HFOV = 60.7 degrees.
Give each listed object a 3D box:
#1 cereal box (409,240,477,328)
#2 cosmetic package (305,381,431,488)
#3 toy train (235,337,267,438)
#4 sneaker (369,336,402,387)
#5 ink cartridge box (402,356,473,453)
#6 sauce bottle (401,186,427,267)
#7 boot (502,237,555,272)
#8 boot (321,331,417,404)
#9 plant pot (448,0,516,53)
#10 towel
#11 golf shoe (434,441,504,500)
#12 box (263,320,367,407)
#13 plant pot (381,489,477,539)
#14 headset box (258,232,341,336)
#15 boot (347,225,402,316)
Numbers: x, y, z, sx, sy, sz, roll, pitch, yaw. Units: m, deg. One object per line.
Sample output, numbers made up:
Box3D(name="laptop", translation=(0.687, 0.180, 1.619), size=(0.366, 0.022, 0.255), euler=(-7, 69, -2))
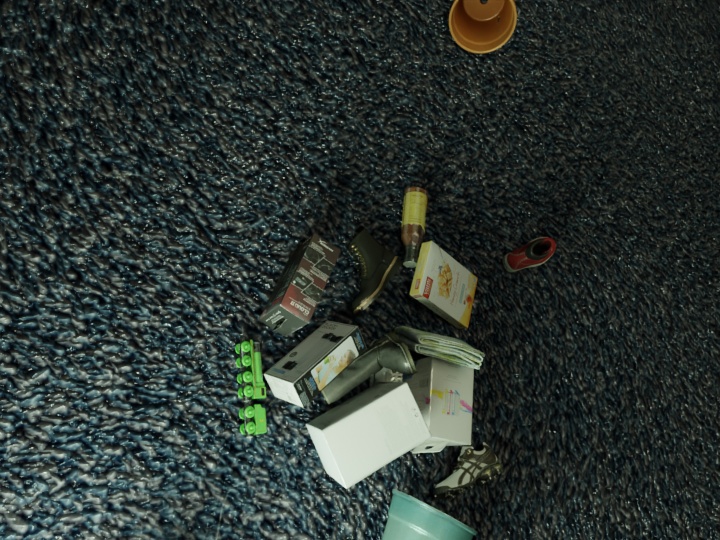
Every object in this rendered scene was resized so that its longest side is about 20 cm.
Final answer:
Box3D(name="cereal box", translation=(0.212, 0.038, 1.546), size=(0.198, 0.039, 0.147), euler=(34, 61, -34))
Box3D(name="cosmetic package", translation=(0.009, 0.326, 1.258), size=(0.197, 0.199, 0.125), euler=(-27, 87, -17))
Box3D(name="toy train", translation=(-0.224, 0.241, 1.275), size=(0.055, 0.041, 0.206), euler=(5, 73, -37))
Box3D(name="sneaker", translation=(0.066, 0.253, 1.406), size=(0.075, 0.080, 0.206), euler=(-5, 79, -31))
Box3D(name="ink cartridge box", translation=(0.173, 0.317, 1.416), size=(0.123, 0.128, 0.205), euler=(15, 68, -25))
Box3D(name="sauce bottle", translation=(0.134, -0.110, 1.563), size=(0.065, 0.066, 0.205), euler=(15, 71, -23))
Box3D(name="boot", translation=(0.506, -0.060, 1.703), size=(0.197, 0.144, 0.074), euler=(-21, 83, -33))
Box3D(name="boot", translation=(0.009, 0.215, 1.297), size=(0.196, 0.182, 0.074), euler=(-25, 102, -11))
Box3D(name="plant pot", translation=(0.364, -0.774, 1.826), size=(0.197, 0.200, 0.142), euler=(29, 45, -17))
Box3D(name="towel", translation=(0.176, 0.170, 1.409), size=(0.167, 0.200, 0.049), euler=(17, 88, -11))
Box3D(name="golf shoe", translation=(0.241, 0.471, 1.450), size=(0.196, 0.078, 0.096), euler=(-11, 63, -32))
Box3D(name="box", translation=(-0.094, 0.192, 1.307), size=(0.199, 0.115, 0.061), euler=(-38, 115, -32))
Box3D(name="plant pot", translation=(0.117, 0.594, 1.275), size=(0.198, 0.199, 0.199), euler=(33, 70, -15))
Box3D(name="headset box", translation=(-0.135, 0.041, 1.320), size=(0.076, 0.148, 0.203), euler=(32, 63, -15))
Box3D(name="boot", translation=(0.000, 0.000, 1.457), size=(0.138, 0.077, 0.201), euler=(43, 47, -6))
